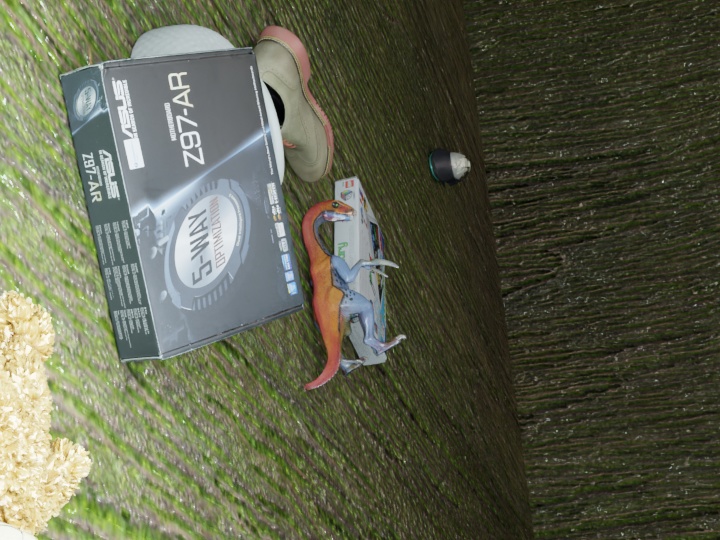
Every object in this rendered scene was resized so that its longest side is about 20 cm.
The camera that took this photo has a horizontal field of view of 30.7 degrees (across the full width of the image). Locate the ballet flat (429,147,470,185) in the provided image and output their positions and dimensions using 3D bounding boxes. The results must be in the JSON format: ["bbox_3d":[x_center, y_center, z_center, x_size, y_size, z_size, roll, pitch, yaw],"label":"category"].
[{"bbox_3d":[0.185,-0.211,2.633,0.200,0.072,0.074,11,69,-77],"label":"ballet flat"}]

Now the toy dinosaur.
[{"bbox_3d":[-0.023,0.012,1.426,0.183,0.104,0.200,60,23,5],"label":"toy dinosaur"}]

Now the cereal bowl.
[{"bbox_3d":[-0.115,-0.107,1.079,0.200,0.082,0.203,-11,90,-78],"label":"cereal bowl"}]

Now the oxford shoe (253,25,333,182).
[{"bbox_3d":[-0.082,-0.156,1.370,0.075,0.070,0.201,-59,147,-31],"label":"oxford shoe"}]

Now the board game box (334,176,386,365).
[{"bbox_3d":[0.000,0.000,1.650,0.127,0.034,0.202,65,19,-48],"label":"board game box"}]

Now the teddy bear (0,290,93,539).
[{"bbox_3d":[-0.181,0.085,0.637,0.202,0.066,0.146,-88,161,-48],"label":"teddy bear"}]

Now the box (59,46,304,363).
[{"bbox_3d":[-0.122,-0.051,0.938,0.159,0.043,0.203,-17,98,-52],"label":"box"}]
